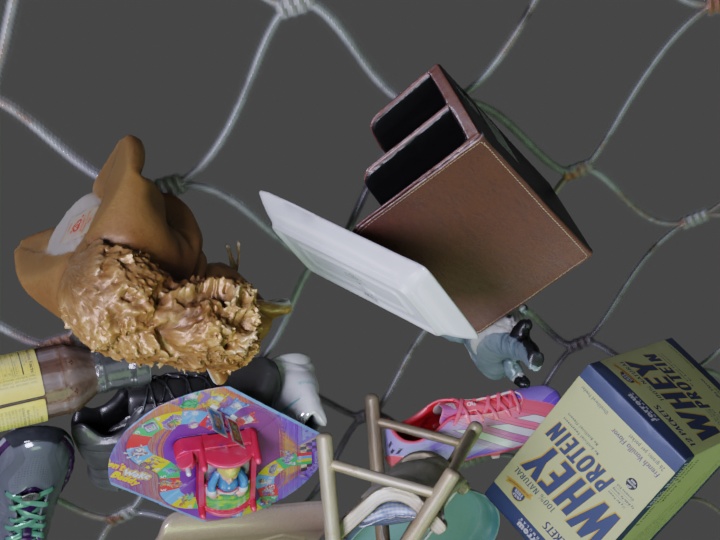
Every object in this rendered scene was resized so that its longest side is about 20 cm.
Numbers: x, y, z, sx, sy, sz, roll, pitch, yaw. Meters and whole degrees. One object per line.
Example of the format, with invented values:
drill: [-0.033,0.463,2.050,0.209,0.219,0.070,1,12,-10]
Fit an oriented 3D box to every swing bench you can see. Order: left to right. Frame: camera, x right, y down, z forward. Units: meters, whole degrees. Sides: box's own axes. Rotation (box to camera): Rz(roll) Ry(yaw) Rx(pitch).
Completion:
swing bench: [0.022,0.242,1.231,0.129,0.199,0.201,14,99,11]

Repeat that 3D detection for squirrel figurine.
squirrel figurine: [-0.143,0.025,1.004,0.142,0.200,0.187,-46,122,9]

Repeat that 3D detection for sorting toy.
sorting toy: [-0.143,0.293,1.359,0.184,0.037,0.200,1,142,-27]

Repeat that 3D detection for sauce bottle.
sauce bottle: [-0.277,0.099,1.106,0.199,0.065,0.065,-10,134,-19]

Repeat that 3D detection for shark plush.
shark plush: [0.144,0.069,1.215,0.091,0.200,0.084,-21,95,-20]

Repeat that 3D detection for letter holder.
letter holder: [0.079,-0.050,1.119,0.142,0.101,0.200,-38,136,14]

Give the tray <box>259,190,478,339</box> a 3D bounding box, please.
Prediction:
tray: [0.000,0.000,1.061,0.022,0.200,0.107,-53,138,-11]

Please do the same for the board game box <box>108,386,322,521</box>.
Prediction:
board game box: [-0.124,0.183,1.171,0.158,0.039,0.200,-37,134,20]

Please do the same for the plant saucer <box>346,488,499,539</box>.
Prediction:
plant saucer: [0.063,0.308,1.501,0.199,0.027,0.201,-14,136,-14]

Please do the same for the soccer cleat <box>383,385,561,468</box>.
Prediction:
soccer cleat: [0.117,0.156,1.362,0.199,0.067,0.077,-20,122,-9]

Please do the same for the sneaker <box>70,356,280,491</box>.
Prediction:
sneaker: [-0.167,0.126,1.185,0.199,0.076,0.091,-26,131,-4]

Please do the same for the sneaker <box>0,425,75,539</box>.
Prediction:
sneaker: [-0.290,0.214,1.164,0.074,0.088,0.200,-2,146,-22]

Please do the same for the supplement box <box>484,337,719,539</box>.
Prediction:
supplement box: [0.274,0.197,1.374,0.199,0.134,0.200,-9,139,-53]

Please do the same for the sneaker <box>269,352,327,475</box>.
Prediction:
sneaker: [-0.091,0.174,1.261,0.070,0.080,0.201,3,130,-31]
